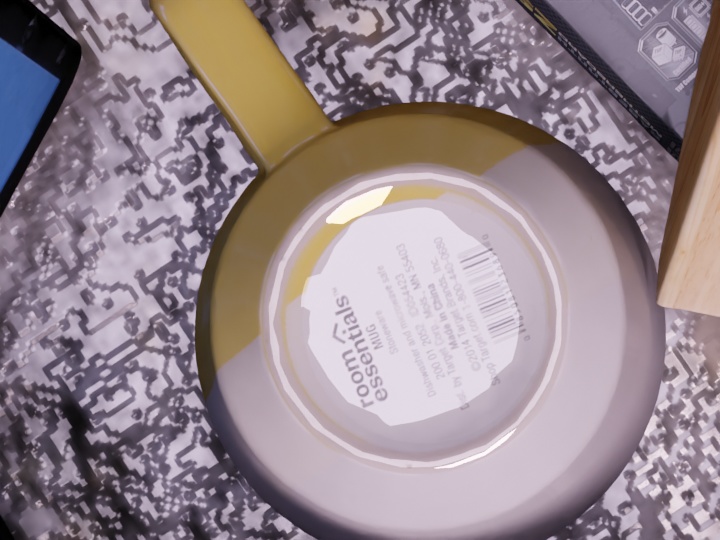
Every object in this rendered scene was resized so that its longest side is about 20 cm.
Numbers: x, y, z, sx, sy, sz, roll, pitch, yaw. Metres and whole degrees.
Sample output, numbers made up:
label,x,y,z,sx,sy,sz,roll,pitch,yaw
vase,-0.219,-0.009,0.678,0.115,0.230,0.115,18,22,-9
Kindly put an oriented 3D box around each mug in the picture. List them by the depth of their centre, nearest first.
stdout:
label,x,y,z,sx,sy,sz,roll,pitch,yaw
mug,0.002,0.010,0.800,0.187,0.153,0.149,23,89,4

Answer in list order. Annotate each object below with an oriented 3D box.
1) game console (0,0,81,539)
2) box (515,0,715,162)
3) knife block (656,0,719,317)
label,x,y,z,sx,sy,sz,roll,pitch,yaw
game console,-0.101,0.025,0.779,0.119,0.200,0.172,-31,86,2
box,0.125,-0.151,0.854,0.200,0.051,0.158,-45,86,0
knife block,0.136,-0.076,0.735,0.064,0.176,0.200,11,95,0
